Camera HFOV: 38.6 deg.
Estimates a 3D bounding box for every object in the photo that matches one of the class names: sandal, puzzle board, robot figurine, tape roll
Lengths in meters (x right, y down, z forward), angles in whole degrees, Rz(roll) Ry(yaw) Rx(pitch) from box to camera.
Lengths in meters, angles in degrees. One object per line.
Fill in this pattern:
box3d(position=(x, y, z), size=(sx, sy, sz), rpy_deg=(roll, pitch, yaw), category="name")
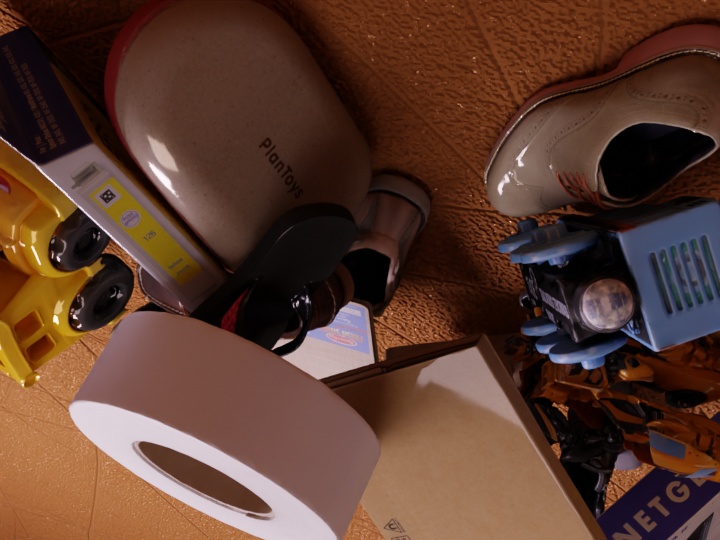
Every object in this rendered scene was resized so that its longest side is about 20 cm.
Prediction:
box3d(position=(-0.062, 0.029, 0.668), size=(0.075, 0.045, 0.200), rpy_deg=(-2, 150, -33), category="sandal")
box3d(position=(-0.068, 0.064, 0.864), size=(0.199, 0.017, 0.151), rpy_deg=(13, 129, 28), category="puzzle board")
box3d(position=(0.198, 0.079, 0.747), size=(0.199, 0.145, 0.058), rpy_deg=(20, 146, -17), category="robot figurine")
box3d(position=(-0.089, 0.112, 0.689), size=(0.202, 0.071, 0.203), rpy_deg=(21, 154, 11), category="tape roll")

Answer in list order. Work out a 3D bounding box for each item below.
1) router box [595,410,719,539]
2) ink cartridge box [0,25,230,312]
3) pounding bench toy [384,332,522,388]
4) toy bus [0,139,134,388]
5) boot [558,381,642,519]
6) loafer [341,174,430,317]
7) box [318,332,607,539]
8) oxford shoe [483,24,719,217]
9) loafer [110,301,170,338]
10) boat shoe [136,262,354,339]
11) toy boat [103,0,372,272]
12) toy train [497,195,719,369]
box3d(position=(0.264, 0.215, 0.866), size=(0.049, 0.200, 0.180), rpy_deg=(44, 165, 33), category="router box")
box3d(position=(-0.187, -0.088, 0.689), size=(0.198, 0.047, 0.200), rpy_deg=(51, 178, 47), category="ink cartridge box")
box3d(position=(0.085, 0.118, 0.847), size=(0.124, 0.156, 0.200), rpy_deg=(-6, 134, 4), category="pounding bench toy")
box3d(position=(-0.308, 0.009, 0.858), size=(0.136, 0.192, 0.200), rpy_deg=(35, 153, 20), category="toy bus")
box3d(position=(0.199, 0.157, 0.869), size=(0.070, 0.132, 0.200), rpy_deg=(3, 146, 27), category="boot")
box3d(position=(0.000, 0.000, 0.805), size=(0.072, 0.063, 0.200), rpy_deg=(22, 150, -2), category="loafer")
box3d(position=(0.065, 0.146, 0.736), size=(0.163, 0.021, 0.200), rpy_deg=(-20, 112, 33), category="box")
box3d(position=(0.133, -0.068, 0.600), size=(0.071, 0.074, 0.200), rpy_deg=(30, 149, -16), category="oxford shoe")
box3d(position=(-0.197, 0.065, 0.994), size=(0.068, 0.076, 0.200), rpy_deg=(58, 171, -4), category="loafer")
box3d(position=(-0.104, 0.012, 0.792), size=(0.199, 0.070, 0.071), rpy_deg=(3, 119, 34), category="boat shoe")
box3d(position=(-0.090, -0.096, 0.675), size=(0.131, 0.131, 0.200), rpy_deg=(34, 165, 44), category="toy boat")
box3d(position=(0.153, 0.002, 0.625), size=(0.114, 0.087, 0.200), rpy_deg=(-17, -176, 2), category="toy train")
